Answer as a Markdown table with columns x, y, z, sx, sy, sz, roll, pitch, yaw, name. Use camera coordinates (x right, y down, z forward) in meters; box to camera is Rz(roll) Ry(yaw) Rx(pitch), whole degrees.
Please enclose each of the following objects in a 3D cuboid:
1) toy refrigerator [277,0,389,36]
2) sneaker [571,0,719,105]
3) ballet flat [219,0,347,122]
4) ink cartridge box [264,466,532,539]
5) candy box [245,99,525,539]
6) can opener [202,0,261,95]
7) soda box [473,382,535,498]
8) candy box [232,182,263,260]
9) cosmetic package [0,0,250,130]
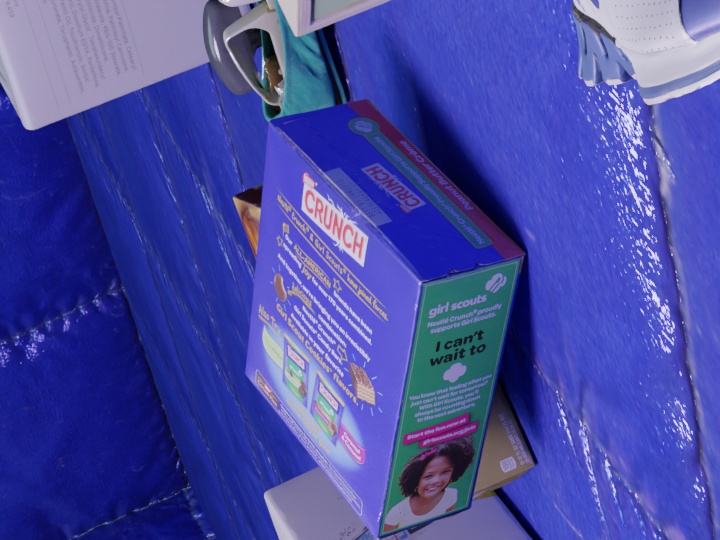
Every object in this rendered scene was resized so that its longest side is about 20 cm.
| x | y | z | sx | sy | sz | roll | pitch | yaw | name |
| --- | --- | --- | --- | --- | --- | --- | --- | --- | --- |
| -0.010 | -0.201 | 1.132 | 0.200 | 0.075 | 0.070 | 96 | 150 | -68 | toy refrigerator |
| 0.098 | -0.123 | 0.723 | 0.199 | 0.080 | 0.116 | -156 | 43 | -78 | sneaker |
| -0.060 | -0.175 | 1.453 | 0.067 | 0.070 | 0.201 | -124 | 16 | -50 | ballet flat |
| 0.043 | 0.231 | 1.554 | 0.200 | 0.144 | 0.148 | -130 | 20 | -59 | ink cartridge box |
| 0.008 | 0.027 | 1.309 | 0.169 | 0.077 | 0.201 | 48 | 144 | 39 | candy box |
| -0.089 | -0.214 | 1.533 | 0.053 | 0.066 | 0.201 | -129 | 20 | -56 | can opener |
| 0.041 | 0.051 | 1.425 | 0.068 | 0.064 | 0.201 | 114 | 132 | -76 | soda box |
| -0.037 | 0.027 | 1.796 | 0.117 | 0.056 | 0.201 | -156 | 43 | -74 | candy box |
| -0.211 | -0.245 | 1.721 | 0.168 | 0.199 | 0.167 | -126 | 17 | -53 | cosmetic package |
